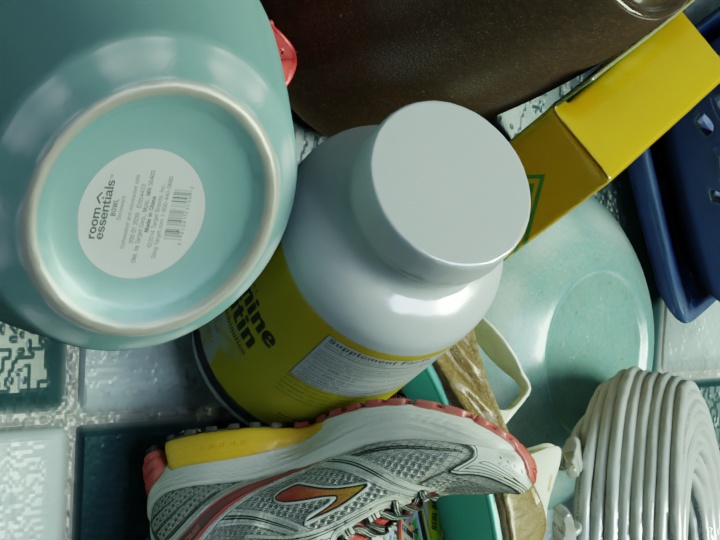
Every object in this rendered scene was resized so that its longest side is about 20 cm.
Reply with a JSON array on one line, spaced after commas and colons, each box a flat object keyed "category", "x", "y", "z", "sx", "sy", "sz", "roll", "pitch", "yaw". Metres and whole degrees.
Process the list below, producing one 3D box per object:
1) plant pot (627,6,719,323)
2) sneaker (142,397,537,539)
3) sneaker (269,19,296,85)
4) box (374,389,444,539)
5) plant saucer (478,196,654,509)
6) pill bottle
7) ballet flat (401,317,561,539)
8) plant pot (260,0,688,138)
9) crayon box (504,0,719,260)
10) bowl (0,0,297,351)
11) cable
[{"category": "plant pot", "x": 0.282, "y": -0.077, "z": 1.282, "sx": 0.200, "sy": 0.179, "sz": 0.202, "roll": -37, "pitch": 119, "yaw": -38}, {"category": "sneaker", "x": -0.009, "y": 0.116, "z": 0.978, "sx": 0.078, "sy": 0.198, "sz": 0.083, "roll": 45, "pitch": 37, "yaw": -60}, {"category": "sneaker", "x": -0.082, "y": -0.151, "z": 0.978, "sx": 0.115, "sy": 0.078, "sz": 0.202, "roll": 1, "pitch": 106, "yaw": -55}, {"category": "box", "x": -0.001, "y": 0.146, "z": 1.060, "sx": 0.110, "sy": 0.035, "sz": 0.202, "roll": 27, "pitch": 55, "yaw": -44}, {"category": "plant saucer", "x": 0.132, "y": 0.051, "z": 1.237, "sx": 0.200, "sy": 0.038, "sz": 0.203, "roll": -7, "pitch": 100, "yaw": -46}, {"category": "pill bottle", "x": 0.000, "y": 0.000, "z": 0.960, "sx": 0.111, "sy": 0.200, "sz": 0.113, "roll": 11, "pitch": 63, "yaw": -21}, {"category": "ballet flat", "x": 0.065, "y": 0.086, "z": 1.081, "sx": 0.072, "sy": 0.068, "sz": 0.202, "roll": -19, "pitch": 85, "yaw": -29}, {"category": "plant pot", "x": 0.070, "y": -0.160, "z": 1.016, "sx": 0.186, "sy": 0.199, "sz": 0.189, "roll": 1, "pitch": 89, "yaw": -41}, {"category": "crayon box", "x": 0.116, "y": -0.068, "z": 1.094, "sx": 0.051, "sy": 0.200, "sz": 0.127, "roll": 50, "pitch": 53, "yaw": 1}, {"category": "bowl", "x": -0.106, "y": -0.046, "z": 0.870, "sx": 0.199, "sy": 0.105, "sz": 0.203, "roll": -13, "pitch": 120, "yaw": -23}, {"category": "cable", "x": 0.172, "y": 0.156, "z": 1.178, "sx": 0.200, "sy": 0.069, "sz": 0.202, "roll": -60, "pitch": 143, "yaw": -56}]
